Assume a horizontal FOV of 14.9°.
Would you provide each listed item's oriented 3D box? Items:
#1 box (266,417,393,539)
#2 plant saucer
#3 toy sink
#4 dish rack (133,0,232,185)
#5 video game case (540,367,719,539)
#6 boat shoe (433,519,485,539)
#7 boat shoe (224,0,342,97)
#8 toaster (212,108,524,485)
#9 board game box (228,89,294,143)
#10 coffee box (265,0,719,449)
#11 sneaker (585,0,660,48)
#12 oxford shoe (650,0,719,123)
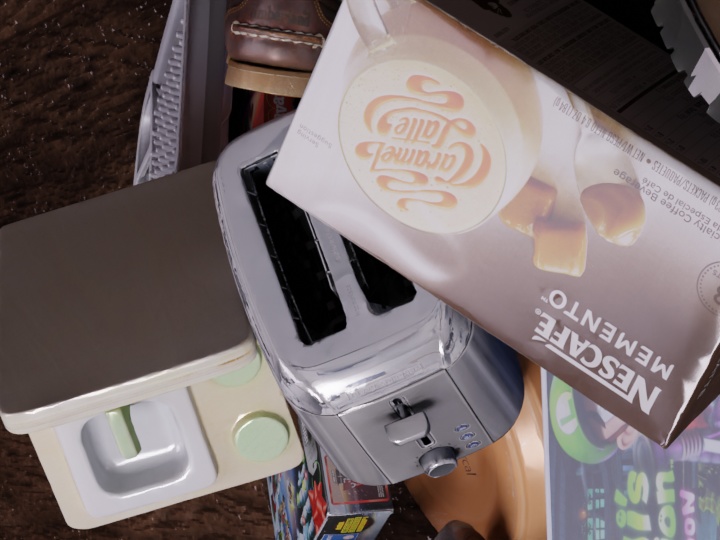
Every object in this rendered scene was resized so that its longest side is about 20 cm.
[{"bbox_3d":[-0.028,0.066,1.540,0.137,0.040,0.200,116,148,-61],"label":"box"},{"bbox_3d":[0.053,0.077,1.466,0.200,0.032,0.200,48,151,38],"label":"plant saucer"},{"bbox_3d":[-0.107,0.050,1.413,0.200,0.130,0.112,-105,-3,-61],"label":"toy sink"},{"bbox_3d":[-0.100,-0.065,1.595,0.200,0.043,0.172,113,162,-60],"label":"dish rack"},{"bbox_3d":[0.137,0.097,1.195,0.182,0.023,0.200,-9,82,60],"label":"video game case"},{"bbox_3d":[0.071,0.189,1.439,0.072,0.076,0.200,23,164,22],"label":"boat shoe"},{"bbox_3d":[-0.032,-0.127,1.382,0.200,0.070,0.070,-106,21,-83],"label":"boat shoe"},{"bbox_3d":[0.000,0.000,1.341,0.129,0.114,0.200,54,-164,-68],"label":"toaster"},{"bbox_3d":[-0.064,-0.046,1.557,0.200,0.019,0.103,111,162,-54],"label":"board game box"},{"bbox_3d":[0.077,-0.038,1.107,0.200,0.080,0.114,34,123,15],"label":"coffee box"},{"bbox_3d":[0.074,-0.105,1.218,0.200,0.066,0.078,54,161,33],"label":"sneaker"},{"bbox_3d":[0.133,-0.157,1.046,0.200,0.073,0.084,60,140,14],"label":"oxford shoe"}]
